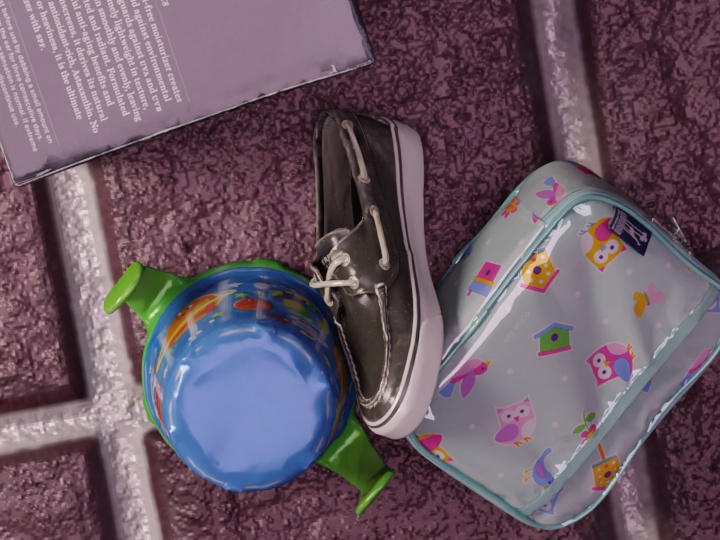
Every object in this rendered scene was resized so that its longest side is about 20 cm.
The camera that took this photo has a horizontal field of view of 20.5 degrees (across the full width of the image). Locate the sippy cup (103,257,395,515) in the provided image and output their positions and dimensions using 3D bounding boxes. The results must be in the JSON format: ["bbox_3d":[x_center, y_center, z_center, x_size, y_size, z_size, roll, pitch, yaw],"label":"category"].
[{"bbox_3d":[-0.064,0.069,1.163,0.177,0.130,0.140,4,98,-4],"label":"sippy cup"}]

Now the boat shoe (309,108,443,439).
[{"bbox_3d":[0.000,0.000,1.148,0.063,0.071,0.201,13,58,-33],"label":"boat shoe"}]

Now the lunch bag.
[{"bbox_3d":[0.121,0.046,1.181,0.160,0.077,0.200,37,96,-23],"label":"lunch bag"}]

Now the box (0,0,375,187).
[{"bbox_3d":[-0.106,-0.140,1.100,0.197,0.200,0.124,-18,97,-1],"label":"box"}]
